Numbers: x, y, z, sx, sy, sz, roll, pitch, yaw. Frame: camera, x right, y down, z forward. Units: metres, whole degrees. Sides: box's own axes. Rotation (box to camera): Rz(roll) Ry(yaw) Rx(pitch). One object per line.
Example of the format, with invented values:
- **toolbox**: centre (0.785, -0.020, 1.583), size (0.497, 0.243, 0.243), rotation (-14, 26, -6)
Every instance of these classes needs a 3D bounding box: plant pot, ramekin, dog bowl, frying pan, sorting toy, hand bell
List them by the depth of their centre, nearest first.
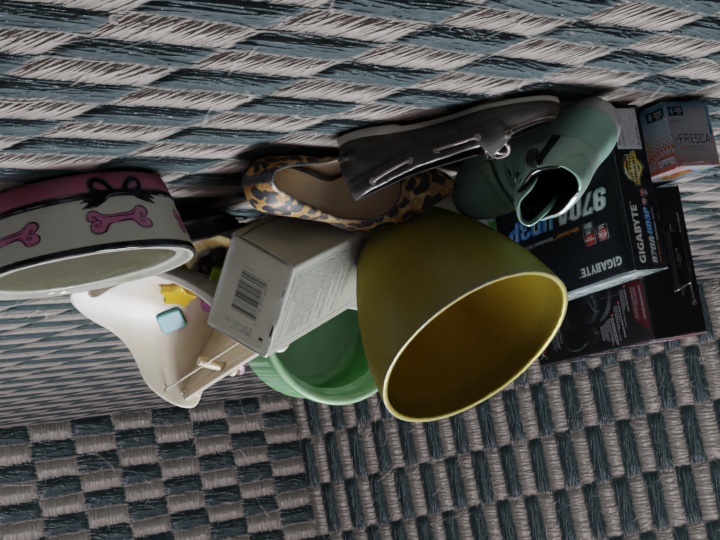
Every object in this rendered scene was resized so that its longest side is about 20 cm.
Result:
- **dog bowl**: centre (-0.248, -0.031, 1.511), size (0.199, 0.074, 0.200), rotation (-11, 172, -2)
- **plant pot**: centre (0.074, 0.023, 1.632), size (0.199, 0.142, 0.200), rotation (-24, 147, -17)
- **sorting toy**: centre (-0.187, 0.036, 1.708), size (0.179, 0.107, 0.200), rotation (23, 148, -25)
- **frying pan**: centre (-0.146, -0.044, 1.718), size (0.115, 0.031, 0.190), rotation (-7, -173, 44)
- **hand bell**: centre (-0.127, -0.006, 1.906), size (0.104, 0.105, 0.200), rotation (-14, -174, 19)
- **ramekin**: centre (-0.050, 0.060, 2.048), size (0.199, 0.201, 0.098), rotation (-7, 178, -30)

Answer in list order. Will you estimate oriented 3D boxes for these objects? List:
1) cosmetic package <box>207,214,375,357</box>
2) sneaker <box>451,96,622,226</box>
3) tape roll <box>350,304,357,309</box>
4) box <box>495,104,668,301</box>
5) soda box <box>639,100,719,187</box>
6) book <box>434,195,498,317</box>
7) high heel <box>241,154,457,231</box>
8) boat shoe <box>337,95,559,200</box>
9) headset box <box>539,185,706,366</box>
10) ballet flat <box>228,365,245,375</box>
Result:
- **cosmetic package**: centre (-0.053, -0.004, 1.642), size (0.073, 0.104, 0.200), rotation (29, -153, 18)
- **sneaker**: centre (0.138, -0.078, 1.568), size (0.200, 0.074, 0.118), rotation (-30, -162, 44)
- **tape roll**: centre (0.000, 0.000, 1.846), size (0.201, 0.071, 0.202), rotation (11, -176, -1)
- **box**: centre (0.205, -0.057, 1.675), size (0.046, 0.160, 0.200), rotation (-4, 170, -31)
- **soda box**: centre (0.258, -0.109, 1.716), size (0.063, 0.069, 0.200), rotation (-6, 171, -38)
- **book**: centre (0.140, -0.025, 1.804), size (0.048, 0.134, 0.200), rotation (-14, -179, 23)
- **high heel**: centre (-0.006, -0.074, 1.545), size (0.199, 0.072, 0.143), rotation (-2, 178, -3)
- **boat shoe**: centre (0.079, -0.106, 1.508), size (0.199, 0.057, 0.067), rotation (-12, 173, 1)
- **headset box**: centre (0.253, 0.006, 1.725), size (0.077, 0.150, 0.200), rotation (-6, 172, -34)
- **ballet flat**: centre (-0.166, 0.041, 1.928), size (0.071, 0.069, 0.200), rotation (-24, -137, -26)
